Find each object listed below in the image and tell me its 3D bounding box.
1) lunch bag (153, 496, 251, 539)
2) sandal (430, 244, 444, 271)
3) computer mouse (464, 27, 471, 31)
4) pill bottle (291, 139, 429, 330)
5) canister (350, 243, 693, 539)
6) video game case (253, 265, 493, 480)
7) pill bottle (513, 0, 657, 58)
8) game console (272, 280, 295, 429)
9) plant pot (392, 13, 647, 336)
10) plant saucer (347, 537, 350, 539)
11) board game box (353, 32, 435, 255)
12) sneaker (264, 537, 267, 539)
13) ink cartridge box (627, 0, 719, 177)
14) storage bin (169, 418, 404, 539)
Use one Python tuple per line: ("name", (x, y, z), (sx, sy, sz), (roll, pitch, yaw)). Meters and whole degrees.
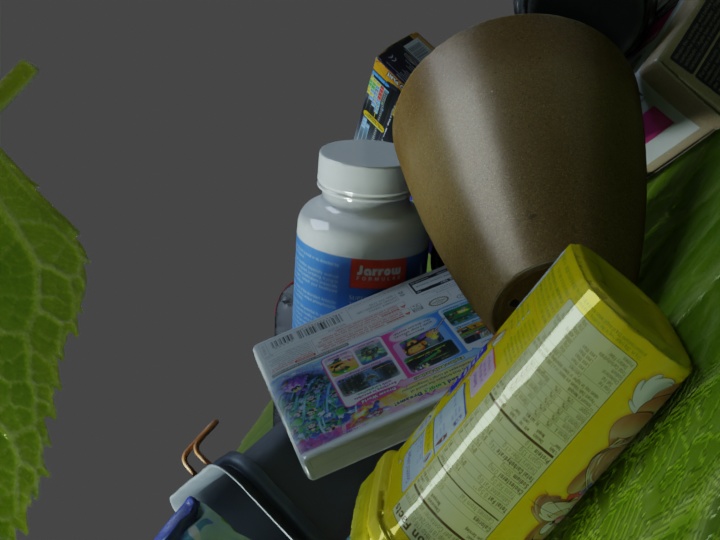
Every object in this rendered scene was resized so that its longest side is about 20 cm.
("lunch bag", (-0.106, 0.278, 0.842), (0.200, 0.169, 0.128), (-51, 5, 26))
("sandal", (0.090, -0.066, 1.062), (0.074, 0.045, 0.201), (-14, -44, -17))
("computer mouse", (0.190, -0.195, 1.265), (0.059, 0.198, 0.034), (-45, -31, -60))
("pill bottle", (0.000, 0.000, 1.097), (0.112, 0.111, 0.202), (-64, -21, -68))
("canister", (0.089, 0.092, 0.750), (0.201, 0.086, 0.149), (-52, 5, 13))
("video game case", (0.031, 0.062, 0.967), (0.198, 0.024, 0.182), (-22, 26, -7))
("pill bottle", (0.177, -0.219, 1.048), (0.112, 0.111, 0.200), (-52, 5, 20))
("game console", (-0.013, 0.092, 1.224), (0.176, 0.031, 0.202), (-16, 66, 38))
("plant pot", (0.120, -0.041, 0.913), (0.187, 0.185, 0.201), (-50, 29, 35))
("plant saucer", (-0.012, 0.230, 1.073), (0.201, 0.036, 0.200), (-53, 4, 5))
("board game box", (0.082, -0.085, 1.176), (0.057, 0.200, 0.166), (-35, -20, -29))
("sneaker", (-0.067, 0.244, 1.218), (0.081, 0.074, 0.200), (-44, -14, -20))
("ink cartridge box", (0.250, -0.162, 1.058), (0.165, 0.075, 0.200), (-55, 5, -23))
("storage bin", (-0.054, 0.159, 1.041), (0.134, 0.146, 0.200), (-44, 0, -27))
